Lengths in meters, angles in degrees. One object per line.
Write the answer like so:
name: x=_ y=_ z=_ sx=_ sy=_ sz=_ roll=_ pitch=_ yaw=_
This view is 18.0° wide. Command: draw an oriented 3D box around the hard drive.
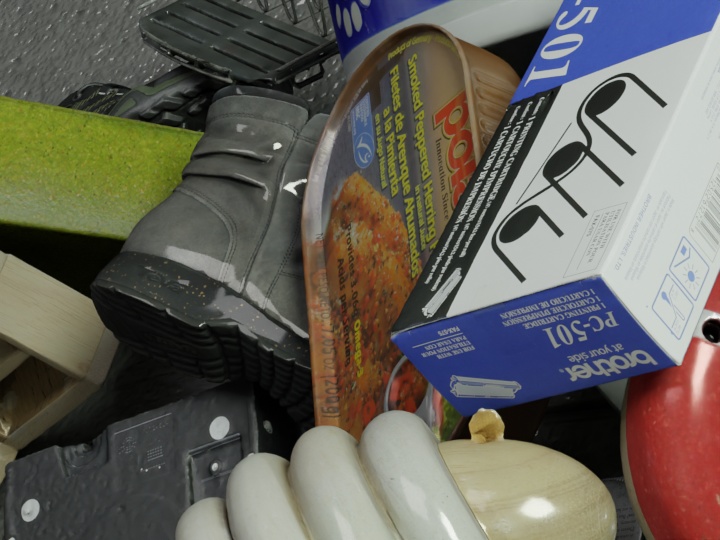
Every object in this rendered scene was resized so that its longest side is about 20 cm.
hard drive: x=-0.084 y=0.157 z=0.949 sx=0.139 sy=0.038 sz=0.200 roll=-22 pitch=57 yaw=26

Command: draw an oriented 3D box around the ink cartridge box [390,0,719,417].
ink cartridge box: x=0.090 y=-0.045 z=0.758 sx=0.094 sy=0.044 sz=0.200 roll=-17 pitch=34 yaw=45

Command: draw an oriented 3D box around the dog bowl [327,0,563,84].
dog bowl: x=0.084 y=-0.130 z=0.979 sx=0.200 sy=0.200 sz=0.079 roll=-17 pitch=85 yaw=30

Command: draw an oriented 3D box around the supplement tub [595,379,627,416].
supplement tub: x=0.159 y=-0.042 z=0.875 sx=0.200 sy=0.140 sz=0.140 roll=-35 pitch=38 yaw=11

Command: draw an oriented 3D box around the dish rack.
dish rack: x=-0.017 y=-0.163 z=1.174 sx=0.200 sy=0.055 sz=0.153 roll=-31 pitch=33 yaw=-24

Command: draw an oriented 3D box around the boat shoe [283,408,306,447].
boat shoe: x=-0.015 y=0.042 z=1.010 sx=0.200 sy=0.065 sz=0.074 roll=44 pitch=106 yaw=30

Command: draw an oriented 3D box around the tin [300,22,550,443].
tin: x=0.025 y=-0.002 z=0.843 sx=0.112 sy=0.042 sz=0.200 roll=-48 pitch=36 yaw=42

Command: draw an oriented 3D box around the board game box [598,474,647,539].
board game box: x=0.026 y=0.148 z=0.803 sx=0.200 sy=0.035 sz=0.136 roll=-14 pitch=51 yaw=46

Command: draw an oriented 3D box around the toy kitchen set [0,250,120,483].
toy kitchen set: x=-0.244 y=0.095 z=1.041 sx=0.180 sy=0.163 sz=0.200 roll=-35 pitch=31 yaw=51

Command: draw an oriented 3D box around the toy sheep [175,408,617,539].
toy sheep: x=-0.009 y=0.118 z=0.723 sx=0.200 sy=0.138 sz=0.138 roll=-29 pitch=38 yaw=1

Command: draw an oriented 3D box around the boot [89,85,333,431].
boot: x=0.000 y=0.000 z=0.940 sx=0.200 sy=0.070 sz=0.132 roll=27 pitch=63 yaw=11

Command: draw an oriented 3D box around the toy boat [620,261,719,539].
toy boat: x=0.182 y=0.058 z=0.706 sx=0.131 sy=0.200 sz=0.131 roll=109 pitch=-174 yaw=-65

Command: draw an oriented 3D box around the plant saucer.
plant saucer: x=-0.173 y=-0.016 z=1.091 sx=0.200 sy=0.200 sz=0.048 roll=-30 pitch=60 yaw=47

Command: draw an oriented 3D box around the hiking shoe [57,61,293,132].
hiking shoe: x=-0.126 y=-0.076 z=1.220 sx=0.200 sy=0.076 sz=0.101 roll=-28 pitch=40 yaw=17
